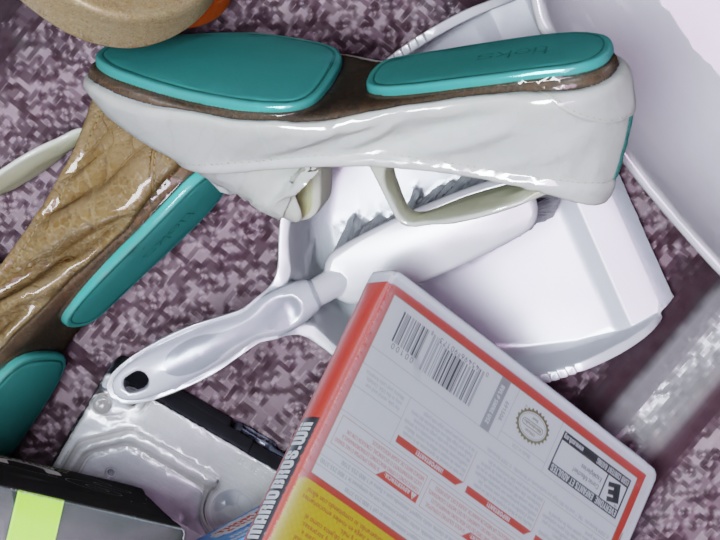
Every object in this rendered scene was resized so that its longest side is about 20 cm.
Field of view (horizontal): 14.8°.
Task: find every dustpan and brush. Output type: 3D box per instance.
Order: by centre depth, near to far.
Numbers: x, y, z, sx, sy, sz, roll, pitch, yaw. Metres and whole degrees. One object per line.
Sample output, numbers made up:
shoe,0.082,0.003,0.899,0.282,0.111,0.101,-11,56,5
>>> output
dustpan and brush,0.000,0.000,1.018,0.199,0.057,0.140,-24,98,8

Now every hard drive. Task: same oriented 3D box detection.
hard drive,-0.084,0.152,1.064,0.139,0.038,0.200,31,100,-3

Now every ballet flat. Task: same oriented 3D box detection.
ballet flat,-0.002,-0.046,0.965,0.199,0.069,0.070,1,101,18
ballet flat,-0.132,0.010,1.032,0.072,0.068,0.200,42,100,16

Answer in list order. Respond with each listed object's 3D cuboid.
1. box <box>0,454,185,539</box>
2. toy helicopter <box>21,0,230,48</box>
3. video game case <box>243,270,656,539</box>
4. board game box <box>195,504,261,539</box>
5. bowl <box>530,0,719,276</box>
box,-0.157,0.160,0.943,0.148,0.124,0.201,13,90,-11
toy helicopter,-0.130,-0.156,0.976,0.132,0.079,0.200,-33,76,-33
video game case,0.017,0.121,0.974,0.143,0.017,0.200,37,66,-28
board game box,0.031,0.163,1.016,0.151,0.037,0.201,-26,100,-34
bowl,0.181,-0.091,0.985,0.200,0.075,0.200,-39,96,8
